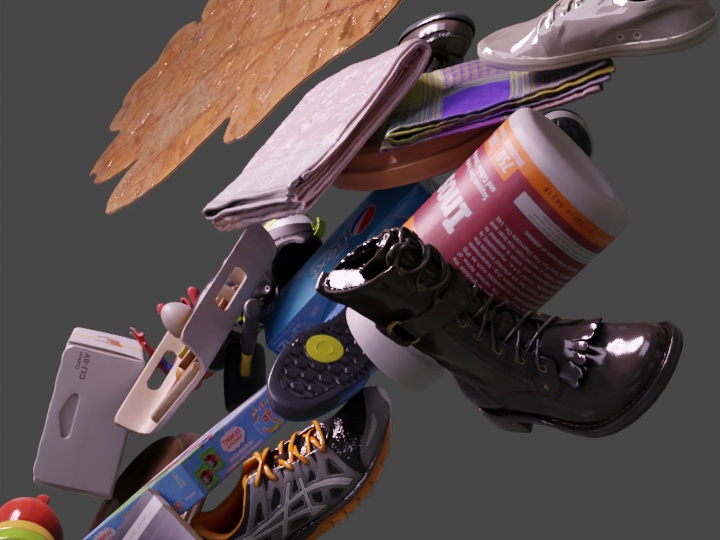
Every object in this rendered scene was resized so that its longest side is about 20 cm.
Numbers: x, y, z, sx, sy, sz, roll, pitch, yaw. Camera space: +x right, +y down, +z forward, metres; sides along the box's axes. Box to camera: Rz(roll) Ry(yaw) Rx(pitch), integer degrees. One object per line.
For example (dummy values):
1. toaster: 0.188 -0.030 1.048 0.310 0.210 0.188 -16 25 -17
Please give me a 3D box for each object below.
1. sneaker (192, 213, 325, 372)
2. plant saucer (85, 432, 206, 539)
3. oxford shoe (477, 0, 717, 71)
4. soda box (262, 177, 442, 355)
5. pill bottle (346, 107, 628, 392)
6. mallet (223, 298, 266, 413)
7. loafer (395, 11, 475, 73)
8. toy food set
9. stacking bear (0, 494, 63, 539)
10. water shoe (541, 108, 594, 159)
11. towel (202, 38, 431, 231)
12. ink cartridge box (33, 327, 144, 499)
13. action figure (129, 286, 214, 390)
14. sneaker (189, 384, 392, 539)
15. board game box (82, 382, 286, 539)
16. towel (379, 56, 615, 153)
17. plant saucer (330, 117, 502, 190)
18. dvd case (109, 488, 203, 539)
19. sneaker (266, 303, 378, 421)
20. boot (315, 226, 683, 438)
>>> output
1. sneaker: -0.105 0.024 1.243 0.201 0.071 0.083 -58 38 8
2. plant saucer: -0.216 0.244 1.206 0.200 0.029 0.201 -41 27 26
3. oxford shoe: 0.179 -0.197 0.958 0.198 0.058 0.075 -2 34 37
4. soda box: 0.000 0.000 1.089 0.200 0.064 0.068 -47 24 15
5. pill bottle: 0.085 -0.009 0.880 0.200 0.113 0.113 -45 24 18
6. mallet: -0.100 0.081 1.090 0.200 0.040 0.067 114 155 -72
7. loafer: 0.055 -0.198 1.277 0.199 0.071 0.064 -29 52 56
8. toy food set: -0.158 0.053 1.127 0.200 0.060 0.144 -48 11 52
9. stacking bear: -0.359 0.313 1.288 0.122 0.113 0.200 -48 19 11
10. water shoe: 0.105 -0.046 0.973 0.199 0.072 0.079 -40 7 13
11. towel: -0.042 -0.117 1.083 0.192 0.032 0.199 -51 20 -22
12. ink cartridge box: -0.281 0.145 1.287 0.200 0.082 0.148 -172 96 -80
13. action figure: -0.203 0.060 1.344 0.065 0.100 0.200 -29 28 0
14. sneaker: -0.051 0.163 0.946 0.200 0.077 0.078 -49 22 7
15. board game box: -0.126 0.158 1.033 0.151 0.037 0.200 -40 -1 35
16. towel: 0.113 -0.158 1.025 0.197 0.023 0.144 -14 27 15
17. plant saucer: 0.056 -0.130 1.088 0.197 0.033 0.201 -17 23 8
18. dvd case: -0.133 0.277 0.876 0.199 0.016 0.150 37 91 30
19. sneaker: -0.013 0.071 0.970 0.200 0.065 0.079 -48 -21 -50
20. boot: 0.078 0.032 0.759 0.199 0.173 0.070 -21 38 51
